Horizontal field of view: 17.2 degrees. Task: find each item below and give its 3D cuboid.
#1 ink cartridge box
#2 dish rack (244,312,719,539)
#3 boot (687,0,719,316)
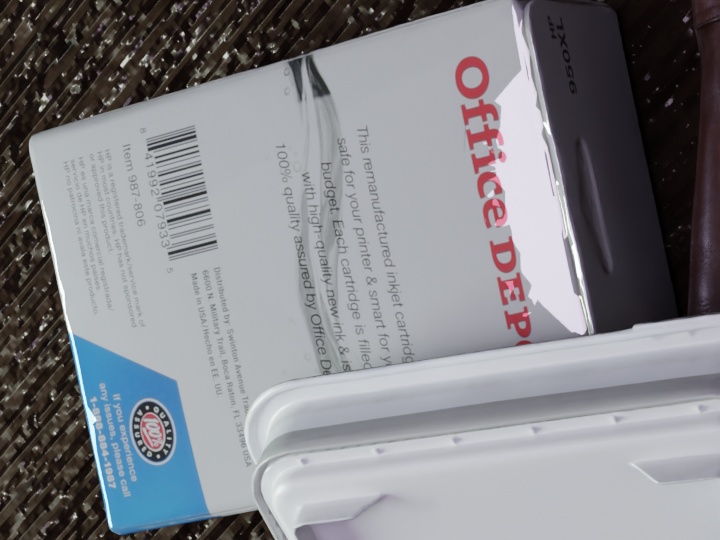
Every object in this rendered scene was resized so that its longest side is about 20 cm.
[{"bbox_3d":[0.000,0.000,0.818,0.199,0.084,0.145,-13,88,29],"label":"ink cartridge box"},{"bbox_3d":[0.069,0.099,0.752,0.199,0.044,0.172,-9,127,27],"label":"dish rack"},{"bbox_3d":[0.179,-0.047,0.728,0.186,0.064,0.201,-2,88,42],"label":"boot"}]
